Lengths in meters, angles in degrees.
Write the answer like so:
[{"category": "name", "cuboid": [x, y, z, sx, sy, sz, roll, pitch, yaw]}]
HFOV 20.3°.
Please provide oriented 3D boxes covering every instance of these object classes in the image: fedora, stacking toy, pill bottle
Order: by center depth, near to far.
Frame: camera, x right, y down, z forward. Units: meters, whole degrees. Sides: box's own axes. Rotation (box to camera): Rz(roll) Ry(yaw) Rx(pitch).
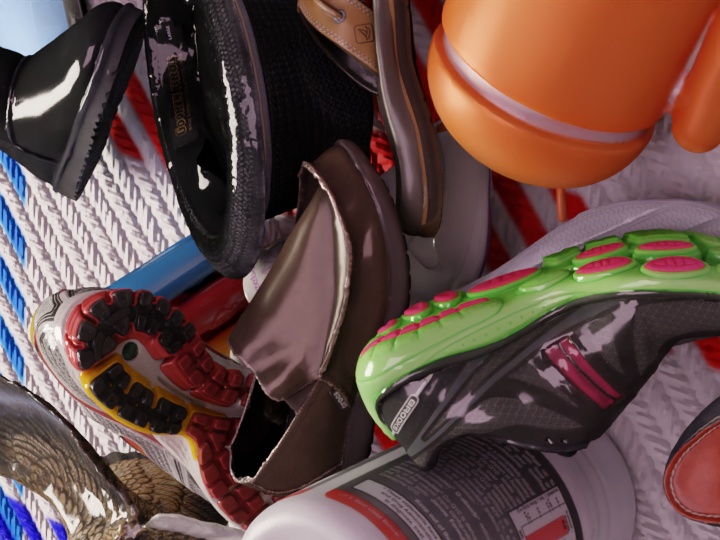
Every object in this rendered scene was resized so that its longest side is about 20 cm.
[{"category": "pill bottle", "cuboid": [0.042, 0.137, 0.976, 0.115, 0.199, 0.117, 14, 112, 38]}, {"category": "fedora", "cuboid": [-0.048, -0.097, 1.033, 0.200, 0.091, 0.202, 171, 90, -73]}, {"category": "stacking toy", "cuboid": [-0.066, 0.080, 1.136, 0.201, 0.109, 0.116, 60, 149, -5]}]

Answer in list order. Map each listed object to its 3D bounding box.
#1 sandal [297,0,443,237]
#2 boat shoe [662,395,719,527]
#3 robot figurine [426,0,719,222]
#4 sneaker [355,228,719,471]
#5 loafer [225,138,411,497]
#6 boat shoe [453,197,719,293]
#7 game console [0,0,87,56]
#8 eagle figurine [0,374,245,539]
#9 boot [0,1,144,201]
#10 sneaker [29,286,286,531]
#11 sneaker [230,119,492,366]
[{"category": "sandal", "cuboid": [-0.001, -0.112, 0.960, 0.054, 0.082, 0.202, -10, 90, 2]}, {"category": "boat shoe", "cuboid": [0.208, 0.077, 0.905, 0.199, 0.062, 0.072, -26, 88, 45]}, {"category": "robot figurine", "cuboid": [0.098, -0.123, 0.904, 0.117, 0.143, 0.201, -102, 29, -51]}, {"category": "sneaker", "cuboid": [0.098, 0.037, 0.908, 0.199, 0.077, 0.084, -17, 104, 18]}, {"category": "loafer", "cuboid": [-0.026, 0.034, 0.970, 0.073, 0.070, 0.201, -131, 41, -52]}, {"category": "boat shoe", "cuboid": [0.103, 0.017, 0.977, 0.199, 0.071, 0.073, -20, 77, 24]}, {"category": "game console", "cuboid": [-0.272, -0.190, 1.217, 0.116, 0.175, 0.202, -174, 71, -70]}, {"category": "eagle figurine", "cuboid": [-0.147, 0.140, 1.142, 0.152, 0.150, 0.201, 97, 158, -47]}, {"category": "boot", "cuboid": [-0.232, -0.130, 1.144, 0.199, 0.066, 0.165, 27, 142, -4]}, {"category": "sneaker", "cuboid": [-0.091, 0.067, 1.048, 0.082, 0.078, 0.200, 14, 154, 50]}, {"category": "sneaker", "cuboid": [0.000, 0.000, 1.035, 0.201, 0.099, 0.075, -58, 33, 36]}]
